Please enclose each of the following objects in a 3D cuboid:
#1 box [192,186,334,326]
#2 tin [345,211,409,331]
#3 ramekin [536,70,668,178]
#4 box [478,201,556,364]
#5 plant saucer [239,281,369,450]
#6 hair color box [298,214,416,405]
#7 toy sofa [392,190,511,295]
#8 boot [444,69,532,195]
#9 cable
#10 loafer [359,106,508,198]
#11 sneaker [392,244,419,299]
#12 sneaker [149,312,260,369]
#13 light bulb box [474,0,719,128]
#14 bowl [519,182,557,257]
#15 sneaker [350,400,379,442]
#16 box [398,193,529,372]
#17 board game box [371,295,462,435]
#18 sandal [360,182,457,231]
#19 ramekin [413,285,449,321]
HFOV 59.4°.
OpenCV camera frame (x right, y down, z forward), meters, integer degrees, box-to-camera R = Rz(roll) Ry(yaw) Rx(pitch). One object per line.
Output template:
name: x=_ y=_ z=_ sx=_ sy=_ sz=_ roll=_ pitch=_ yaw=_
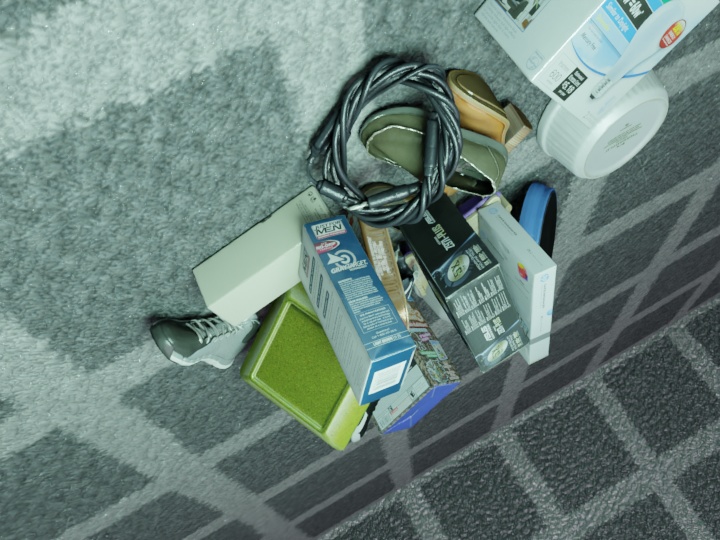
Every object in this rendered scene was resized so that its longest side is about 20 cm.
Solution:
box: x=-0.116 y=-0.017 z=0.838 sx=0.197 sy=0.069 sz=0.082 roll=-33 pitch=151 yaw=2
tin: x=0.018 y=0.005 z=0.822 sx=0.041 sy=0.205 sz=0.112 roll=-8 pitch=159 yaw=-18
ramekin: x=0.380 y=-0.234 z=0.977 sx=0.198 sy=0.095 sz=0.204 roll=-25 pitch=151 yaw=-15
box: x=0.234 y=0.021 z=0.966 sx=0.040 sy=0.157 sz=0.203 roll=-22 pitch=135 yaw=-8
plant saucer: x=-0.068 y=0.128 z=0.888 sx=0.203 sy=0.197 sz=0.048 roll=-61 pitch=167 yaw=16
hair color box: x=-0.010 y=0.043 z=0.752 sx=0.059 sy=0.202 sz=0.101 roll=-15 pitch=146 yaw=-22
toy sofa: x=0.144 y=-0.063 z=1.015 sx=0.198 sy=0.084 sz=0.098 roll=-35 pitch=135 yaw=5
boot: x=0.133 y=-0.172 z=0.851 sx=0.154 sy=0.075 sz=0.198 roll=-40 pitch=147 yaw=28
cable: x=0.039 y=-0.143 z=0.729 sx=0.201 sy=0.162 sz=0.051 roll=-50 pitch=-169 yaw=21
loafer: x=0.093 y=-0.142 z=0.780 sx=0.194 sy=0.071 sz=0.076 roll=12 pitch=147 yaw=-8
sneaker: x=0.000 y=0.000 z=0.933 sx=0.195 sy=0.081 sz=0.130 roll=22 pitch=129 yaw=-19
sneaker: x=-0.208 y=0.076 z=0.903 sx=0.115 sy=0.076 sz=0.200 roll=-40 pitch=162 yaw=5
light bulb box: x=0.273 y=-0.302 z=0.725 sx=0.196 sy=0.126 sz=0.200 roll=7 pitch=134 yaw=-50
bowl: x=0.314 y=-0.052 z=1.122 sx=0.200 sy=0.038 sz=0.206 roll=-34 pitch=128 yaw=-59
sneaker: x=0.021 y=0.193 z=0.987 sx=0.109 sy=0.074 sz=0.203 roll=-17 pitch=138 yaw=-9
box: x=0.151 y=0.021 z=0.916 sx=0.085 sy=0.165 sz=0.201 roll=-31 pitch=136 yaw=2
board game box: x=0.066 y=0.171 z=1.183 sx=0.096 sy=0.202 sz=0.160 roll=4 pitch=137 yaw=-49
sandal: x=0.070 y=-0.090 z=0.929 sx=0.197 sy=0.055 sz=0.082 roll=-3 pitch=140 yaw=-43
ramekin: x=0.199 y=0.010 z=1.163 sx=0.198 sy=0.095 sz=0.204 roll=-24 pitch=152 yaw=-14
